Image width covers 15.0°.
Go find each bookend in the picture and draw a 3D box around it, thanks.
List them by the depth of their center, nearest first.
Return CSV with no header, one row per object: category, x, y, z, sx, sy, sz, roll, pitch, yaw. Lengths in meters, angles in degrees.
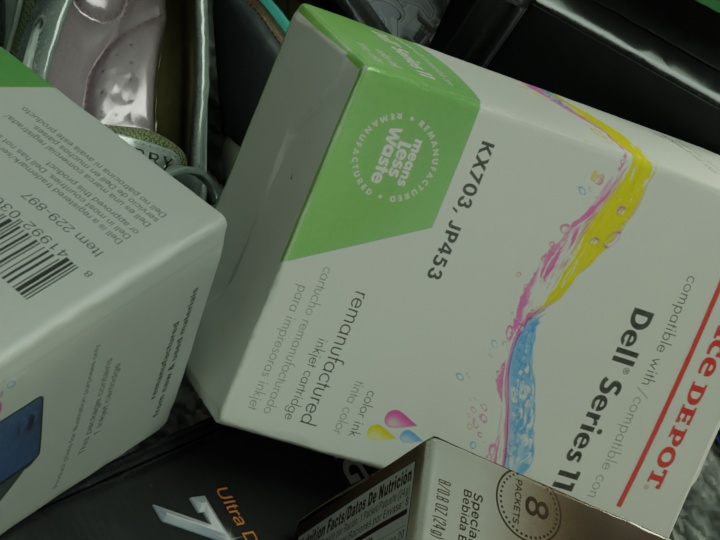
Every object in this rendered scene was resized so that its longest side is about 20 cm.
bookend,0.141,-0.092,0.933,0.198,0.092,0.200,29,54,-4

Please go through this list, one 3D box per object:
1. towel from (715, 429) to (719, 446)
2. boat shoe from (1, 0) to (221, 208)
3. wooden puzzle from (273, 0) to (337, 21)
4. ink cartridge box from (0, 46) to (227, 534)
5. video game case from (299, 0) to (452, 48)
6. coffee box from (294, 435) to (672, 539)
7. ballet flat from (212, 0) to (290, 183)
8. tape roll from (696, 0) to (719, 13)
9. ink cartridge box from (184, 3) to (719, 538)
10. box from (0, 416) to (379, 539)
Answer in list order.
towel,0.184,0.040,1.043,0.200,0.024,0.145,50,46,-1
boat shoe,-0.080,-0.055,0.876,0.074,0.065,0.203,21,54,-25
wooden puzzle,0.038,-0.126,1.015,0.199,0.037,0.186,9,59,-27
ink cartridge box,-0.158,0.016,0.736,0.145,0.088,0.200,37,42,19
video game case,0.042,-0.154,0.999,0.200,0.026,0.181,-27,77,-35
coffee box,0.033,0.163,0.758,0.113,0.080,0.201,25,54,-22
ballet flat,0.000,0.000,0.904,0.200,0.073,0.073,51,47,-8
tape roll,0.148,-0.168,0.894,0.199,0.048,0.201,11,58,-17
ink cartridge box,0.056,0.009,0.836,0.199,0.118,0.067,17,13,-25
box,-0.037,0.150,0.802,0.198,0.050,0.201,-22,79,-41
